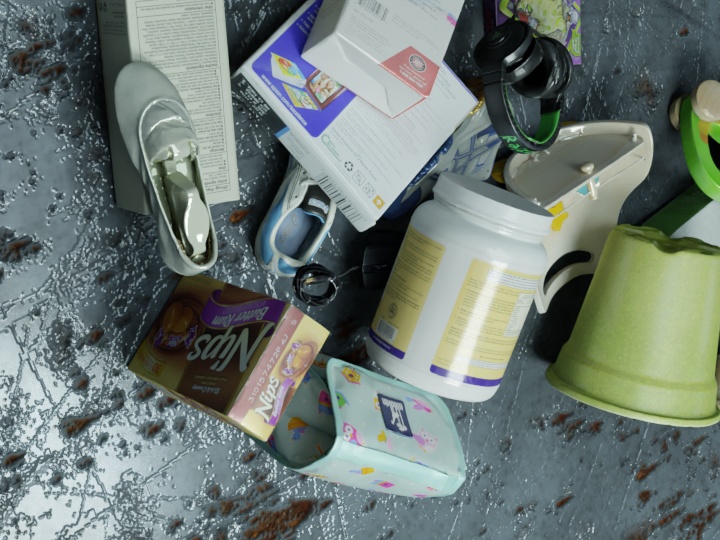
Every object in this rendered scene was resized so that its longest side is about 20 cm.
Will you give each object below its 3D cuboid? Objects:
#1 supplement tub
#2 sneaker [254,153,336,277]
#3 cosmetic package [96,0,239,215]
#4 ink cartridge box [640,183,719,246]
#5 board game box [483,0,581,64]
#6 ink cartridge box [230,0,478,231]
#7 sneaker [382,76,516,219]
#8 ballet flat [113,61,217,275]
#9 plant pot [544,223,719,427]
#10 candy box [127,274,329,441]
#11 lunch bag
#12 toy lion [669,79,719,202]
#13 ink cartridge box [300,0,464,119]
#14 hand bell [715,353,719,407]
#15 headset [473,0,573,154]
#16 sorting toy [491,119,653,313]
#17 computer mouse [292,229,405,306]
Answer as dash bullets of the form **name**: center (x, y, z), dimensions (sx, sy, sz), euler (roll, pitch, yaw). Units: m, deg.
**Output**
- **supplement tub**: center (0.102, 0.016, 1.633), dimensions (0.145, 0.145, 0.201), euler (14, 103, -35)
- **sneaker**: center (-0.044, -0.087, 1.611), dimensions (0.072, 0.072, 0.201), euler (23, 85, -33)
- **cosmetic package**: center (-0.178, -0.160, 1.506), dimensions (0.103, 0.073, 0.201), euler (-10, 105, -31)
- **ink cartridge box**: center (0.416, -0.044, 1.931), dimensions (0.200, 0.059, 0.104), euler (-36, 117, -31)
- **board game box**: center (0.185, -0.317, 1.749), dimensions (0.120, 0.032, 0.201), euler (-10, 105, -28)
- **ink cartridge box**: center (-0.003, -0.174, 1.592), dimensions (0.198, 0.043, 0.200), euler (48, 55, -11)
- **sneaker**: center (0.097, -0.111, 1.700), dimensions (0.200, 0.075, 0.088), euler (-45, 120, -18)
- **ballet flat**: center (-0.164, -0.089, 1.446), dimensions (0.069, 0.069, 0.201), euler (-23, 110, -29)
- **plant pot**: center (0.320, 0.052, 1.791), dimensions (0.200, 0.200, 0.185), euler (3, 104, -34)
- **candy box**: center (-0.126, 0.075, 1.508), dimensions (0.056, 0.200, 0.117), euler (37, 78, -32)
- **lunch bag**: center (-0.007, 0.155, 1.600), dimensions (0.170, 0.200, 0.122), euler (22, 91, -34)
- **toy lion**: center (0.471, -0.120, 1.899), dimensions (0.199, 0.069, 0.193), euler (0, 75, -23)
- **ink cartridge box**: center (0.033, -0.264, 1.580), dimensions (0.116, 0.067, 0.201), euler (33, 60, -21)
- **hand bell**: center (0.466, 0.075, 1.991), dimensions (0.104, 0.104, 0.201), euler (15, 79, -35)
- **headset**: center (0.181, -0.223, 1.681), dimensions (0.123, 0.094, 0.201), euler (17, 68, -51)
- **sorting toy**: center (0.226, -0.052, 1.791), dimensions (0.200, 0.107, 0.181), euler (-32, 126, -33)
- **computer mouse**: center (0.000, 0.000, 1.638), dimensions (0.200, 0.034, 0.059), euler (-21, 120, -52)
